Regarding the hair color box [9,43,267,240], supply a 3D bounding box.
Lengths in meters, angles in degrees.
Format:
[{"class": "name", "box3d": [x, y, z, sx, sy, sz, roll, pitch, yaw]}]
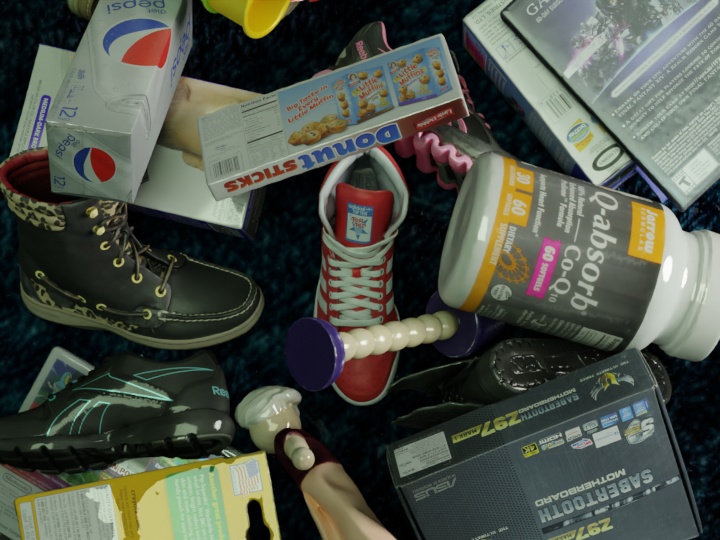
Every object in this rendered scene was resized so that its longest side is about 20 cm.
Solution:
[{"class": "hair color box", "box3d": [-0.169, -0.102, 1.226, 0.198, 0.065, 0.110, 13, 84, 6]}]

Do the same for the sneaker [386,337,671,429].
[{"class": "sneaker", "box3d": [0.129, 0.093, 1.169, 0.198, 0.104, 0.061, 7, 60, -27]}]

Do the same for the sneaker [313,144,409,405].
[{"class": "sneaker", "box3d": [0.000, 0.000, 1.168, 0.070, 0.112, 0.202, -1, 84, -3]}]

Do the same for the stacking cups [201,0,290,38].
[{"class": "stacking cups", "box3d": [-0.144, -0.242, 1.163, 0.199, 0.060, 0.061, 30, 88, 22]}]

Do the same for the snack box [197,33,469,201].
[{"class": "snack box", "box3d": [-0.023, -0.114, 1.149, 0.198, 0.024, 0.072, -18, 50, 6]}]

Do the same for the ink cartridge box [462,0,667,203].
[{"class": "ink cartridge box", "box3d": [0.188, -0.147, 1.183, 0.136, 0.076, 0.201, -38, 79, 0]}]

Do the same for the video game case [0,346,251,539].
[{"class": "video game case", "box3d": [-0.201, 0.187, 1.218, 0.199, 0.023, 0.183, 29, 88, 10]}]

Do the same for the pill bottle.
[{"class": "pill bottle", "box3d": [0.164, -0.005, 1.121, 0.198, 0.116, 0.117, 15, 85, -5]}]

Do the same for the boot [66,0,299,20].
[{"class": "boot", "box3d": [-0.124, -0.247, 1.234, 0.154, 0.072, 0.200, 40, 86, 7]}]

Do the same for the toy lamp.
[{"class": "toy lamp", "box3d": [0.033, 0.045, 1.130, 0.058, 0.199, 0.059, 7, 100, 42]}]

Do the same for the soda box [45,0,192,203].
[{"class": "soda box", "box3d": [-0.174, -0.142, 1.139, 0.063, 0.069, 0.201, 9, 44, 3]}]

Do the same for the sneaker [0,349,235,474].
[{"class": "sneaker", "box3d": [-0.195, 0.109, 1.189, 0.198, 0.076, 0.080, -6, 69, 0]}]

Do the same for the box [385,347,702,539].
[{"class": "box", "box3d": [0.136, 0.161, 1.124, 0.198, 0.051, 0.158, -21, 126, 4]}]

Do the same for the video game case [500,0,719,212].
[{"class": "video game case", "box3d": [0.221, -0.164, 1.136, 0.143, 0.019, 0.200, -41, 80, -2]}]

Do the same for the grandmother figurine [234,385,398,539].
[{"class": "grandmother figurine", "box3d": [-0.030, 0.157, 1.151, 0.060, 0.122, 0.200, -34, 53, -12]}]

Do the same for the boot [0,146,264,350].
[{"class": "boot", "box3d": [-0.177, -0.018, 1.171, 0.198, 0.151, 0.074, 10, 51, 12]}]

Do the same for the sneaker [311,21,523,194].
[{"class": "sneaker", "box3d": [0.063, -0.125, 1.203, 0.199, 0.079, 0.096, 32, 77, 8]}]

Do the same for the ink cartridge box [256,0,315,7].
[{"class": "ink cartridge box", "box3d": [0.001, -0.283, 1.186, 0.198, 0.067, 0.117, -18, 81, -22]}]

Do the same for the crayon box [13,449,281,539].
[{"class": "crayon box", "box3d": [-0.152, 0.216, 1.171, 0.198, 0.052, 0.127, -12, 82, 6]}]
